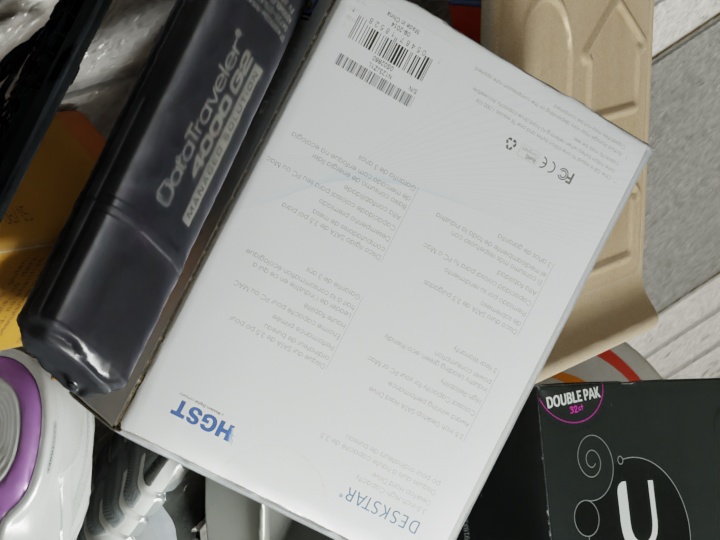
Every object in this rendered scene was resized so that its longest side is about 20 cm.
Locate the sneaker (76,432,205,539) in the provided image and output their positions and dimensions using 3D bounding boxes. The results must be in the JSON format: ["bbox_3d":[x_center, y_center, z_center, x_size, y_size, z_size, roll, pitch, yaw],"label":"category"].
[{"bbox_3d":[-0.088,0.141,1.315,0.200,0.115,0.075,-49,-159,33],"label":"sneaker"}]

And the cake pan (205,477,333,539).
[{"bbox_3d":[-0.028,0.070,1.284,0.200,0.036,0.202,10,90,-75],"label":"cake pan"}]

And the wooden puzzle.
[{"bbox_3d":[0.084,-0.060,1.222,0.185,0.046,0.202,-18,108,-61],"label":"wooden puzzle"}]

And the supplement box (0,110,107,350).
[{"bbox_3d":[-0.159,-0.009,0.971,0.069,0.067,0.200,-51,158,25],"label":"supplement box"}]

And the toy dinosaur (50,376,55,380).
[{"bbox_3d":[-0.081,0.005,1.142,0.200,0.060,0.106,-36,170,-47],"label":"toy dinosaur"}]

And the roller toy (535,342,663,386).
[{"bbox_3d":[0.092,0.127,1.537,0.182,0.200,0.140,-35,160,-42],"label":"roller toy"}]

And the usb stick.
[{"bbox_3d":[-0.069,-0.048,0.992,0.055,0.032,0.201,46,60,-44],"label":"usb stick"}]

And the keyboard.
[{"bbox_3d":[-0.122,-0.055,0.900,0.201,0.039,0.104,-66,-171,-28],"label":"keyboard"}]

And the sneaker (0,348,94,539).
[{"bbox_3d":[-0.154,0.135,1.167,0.100,0.074,0.202,11,95,-71],"label":"sneaker"}]

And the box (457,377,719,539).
[{"bbox_3d":[0.118,0.133,1.340,0.199,0.150,0.124,0,172,-44],"label":"box"}]

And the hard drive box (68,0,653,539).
[{"bbox_3d":[0.000,0.000,1.078,0.201,0.155,0.077,-62,-157,-2],"label":"hard drive box"}]
